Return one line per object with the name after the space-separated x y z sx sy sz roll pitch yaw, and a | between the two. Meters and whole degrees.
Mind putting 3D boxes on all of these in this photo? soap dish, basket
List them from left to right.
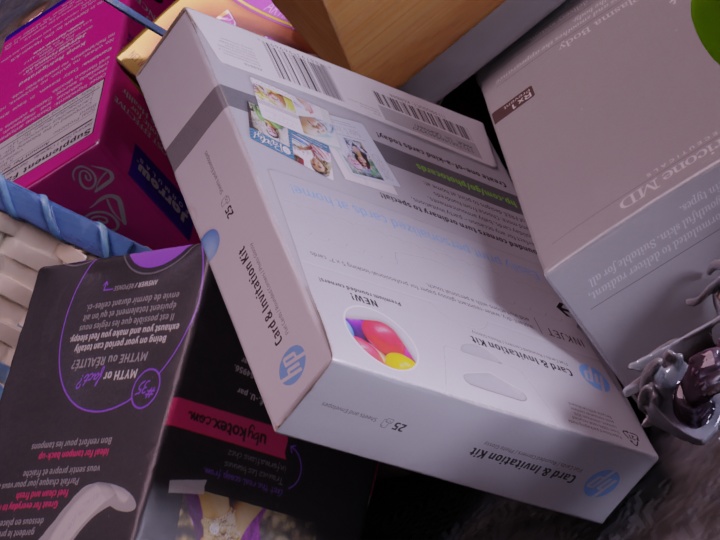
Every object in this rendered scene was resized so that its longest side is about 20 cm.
-0.130 -0.025 1.274 0.200 0.176 0.139 -61 -7 2 | basket
0.031 -0.159 1.214 0.157 0.081 0.200 -39 23 1 | soap dish

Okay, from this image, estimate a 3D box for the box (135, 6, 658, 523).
0.011 -0.003 1.033 0.041 0.156 0.200 -53 40 25 | box

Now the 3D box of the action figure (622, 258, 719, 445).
0.166 0.036 0.914 0.130 0.069 0.200 -31 30 -9 | action figure

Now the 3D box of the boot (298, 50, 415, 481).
0.000 0.000 1.168 0.146 0.070 0.200 5 70 37 | boot

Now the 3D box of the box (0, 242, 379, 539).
-0.077 0.103 1.046 0.122 0.106 0.200 -8 61 49 | box

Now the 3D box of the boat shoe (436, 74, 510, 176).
0.064 -0.081 1.247 0.200 0.075 0.068 -54 28 -2 | boat shoe

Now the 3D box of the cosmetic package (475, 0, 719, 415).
0.119 -0.041 1.087 0.107 0.090 0.200 -34 23 9 | cosmetic package

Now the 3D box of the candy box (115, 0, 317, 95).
-0.007 -0.128 1.357 0.200 0.056 0.117 -44 70 -6 | candy box

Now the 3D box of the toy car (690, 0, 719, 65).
0.234 -0.128 0.918 0.164 0.158 0.200 -48 1 -23 | toy car

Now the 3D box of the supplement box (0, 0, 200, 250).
-0.133 -0.062 1.445 0.103 0.101 0.200 -29 29 22 | supplement box
